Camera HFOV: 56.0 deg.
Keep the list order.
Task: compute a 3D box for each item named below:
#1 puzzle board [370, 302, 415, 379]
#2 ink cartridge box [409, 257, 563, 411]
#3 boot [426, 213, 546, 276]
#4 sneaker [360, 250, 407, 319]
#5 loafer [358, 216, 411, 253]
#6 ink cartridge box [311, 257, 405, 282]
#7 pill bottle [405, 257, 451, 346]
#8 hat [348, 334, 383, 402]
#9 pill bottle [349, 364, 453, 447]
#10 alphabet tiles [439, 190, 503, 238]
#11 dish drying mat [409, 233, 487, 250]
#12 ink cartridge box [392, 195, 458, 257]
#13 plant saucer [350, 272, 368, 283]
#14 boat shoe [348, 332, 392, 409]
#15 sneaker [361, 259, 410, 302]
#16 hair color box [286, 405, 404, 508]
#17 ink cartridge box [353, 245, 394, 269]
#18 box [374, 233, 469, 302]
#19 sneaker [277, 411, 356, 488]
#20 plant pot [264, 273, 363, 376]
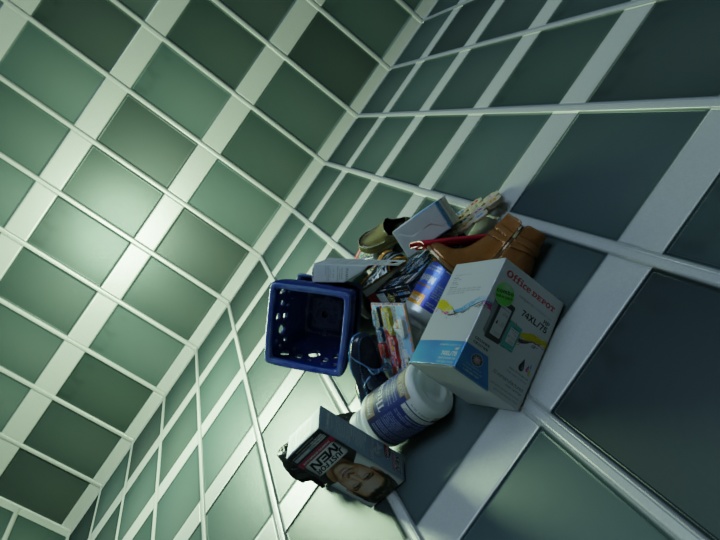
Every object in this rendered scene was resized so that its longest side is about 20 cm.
[{"bbox_3d":[0.072,0.164,1.366,0.017,0.203,0.150,-14,3,-23],"label":"puzzle board"},{"bbox_3d":[0.210,0.105,1.134,0.201,0.146,0.146,-62,20,-17],"label":"ink cartridge box"},{"bbox_3d":[0.239,-0.044,1.291,0.156,0.199,0.074,-59,-18,1],"label":"boot"},{"bbox_3d":[0.056,0.033,1.752,0.077,0.078,0.202,1,60,54],"label":"sneaker"},{"bbox_3d":[0.071,-0.106,1.860,0.198,0.067,0.077,-20,47,28],"label":"loafer"},{"bbox_3d":[0.000,0.000,1.597,0.162,0.197,0.058,-27,-58,-78],"label":"ink cartridge box"},{"bbox_3d":[0.157,0.065,1.387,0.201,0.112,0.112,-57,19,-7],"label":"pill bottle"},{"bbox_3d":[0.025,0.202,1.529,0.201,0.081,0.201,-48,21,25],"label":"hat"},{"bbox_3d":[0.070,0.261,1.271,0.200,0.111,0.112,-42,23,35],"label":"pill bottle"},{"bbox_3d":[0.235,-0.112,1.540,0.199,0.015,0.196,-36,10,13],"label":"alphabet tiles"},{"bbox_3d":[0.205,-0.060,1.398,0.077,0.198,0.018,166,98,-70],"label":"dish drying mat"},{"bbox_3d":[0.152,-0.103,1.513,0.115,0.068,0.200,-34,2,18],"label":"ink cartridge box"},{"bbox_3d":[-0.024,0.079,1.775,0.200,0.027,0.202,-48,-32,-44],"label":"plant saucer"},{"bbox_3d":[0.033,0.222,1.379,0.084,0.202,0.068,-25,17,-34],"label":"boat shoe"},{"bbox_3d":[0.099,0.049,1.650,0.199,0.113,0.071,-31,-1,-38],"label":"sneaker"},{"bbox_3d":[-0.025,0.341,1.232,0.099,0.199,0.061,-46,21,24],"label":"hair color box"},{"bbox_3d":[0.030,-0.060,2.000,0.199,0.050,0.110,-12,47,62],"label":"ink cartridge box"},{"bbox_3d":[0.142,-0.001,1.539,0.200,0.046,0.159,-42,12,-25],"label":"box"},{"bbox_3d":[-0.071,0.393,1.479,0.198,0.115,0.076,-30,10,-13],"label":"sneaker"},{"bbox_3d":[-0.100,0.116,1.607,0.180,0.197,0.203,-37,-46,-70],"label":"plant pot"}]
